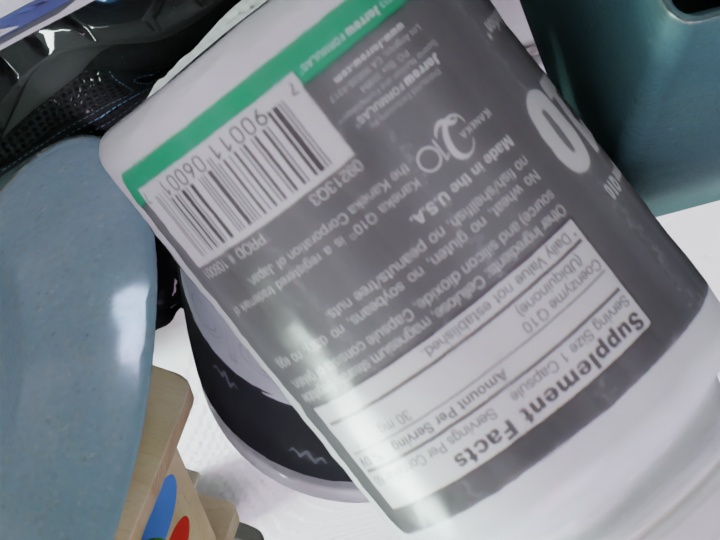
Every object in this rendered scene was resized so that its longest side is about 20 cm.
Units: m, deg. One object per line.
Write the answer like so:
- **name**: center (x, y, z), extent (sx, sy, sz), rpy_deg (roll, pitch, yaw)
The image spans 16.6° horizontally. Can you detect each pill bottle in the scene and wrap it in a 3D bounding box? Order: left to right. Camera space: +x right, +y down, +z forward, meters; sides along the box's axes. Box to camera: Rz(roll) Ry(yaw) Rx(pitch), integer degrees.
- **pill bottle**: center (0.030, 0.009, 0.687), extent (0.113, 0.200, 0.113), rpy_deg (-37, -173, 5)

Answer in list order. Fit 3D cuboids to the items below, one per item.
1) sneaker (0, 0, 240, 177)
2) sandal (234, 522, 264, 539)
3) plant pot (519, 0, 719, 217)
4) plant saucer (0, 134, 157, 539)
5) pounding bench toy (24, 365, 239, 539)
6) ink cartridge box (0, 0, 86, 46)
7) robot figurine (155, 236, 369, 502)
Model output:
- **sneaker**: center (-0.078, -0.083, 0.712), extent (0.200, 0.073, 0.082), rpy_deg (-32, 171, 29)
- **sandal**: center (-0.128, 0.167, 1.141), extent (0.201, 0.057, 0.080), rpy_deg (-29, 152, 17)
- **plant pot**: center (0.113, -0.102, 0.723), extent (0.141, 0.142, 0.200), rpy_deg (-15, 160, -11)
- **plant saucer**: center (-0.116, 0.054, 0.725), extent (0.039, 0.201, 0.201), rpy_deg (14, 157, 14)
- **pounding bench toy**: center (-0.095, 0.109, 0.878), extent (0.200, 0.124, 0.156), rpy_deg (15, 156, 12)
- **ink cartridge box**: center (-0.118, -0.089, 0.562), extent (0.200, 0.088, 0.145), rpy_deg (-24, 180, 13)
- **robot figurine**: center (-0.001, -0.002, 0.843), extent (0.125, 0.150, 0.200), rpy_deg (-42, 159, -19)
